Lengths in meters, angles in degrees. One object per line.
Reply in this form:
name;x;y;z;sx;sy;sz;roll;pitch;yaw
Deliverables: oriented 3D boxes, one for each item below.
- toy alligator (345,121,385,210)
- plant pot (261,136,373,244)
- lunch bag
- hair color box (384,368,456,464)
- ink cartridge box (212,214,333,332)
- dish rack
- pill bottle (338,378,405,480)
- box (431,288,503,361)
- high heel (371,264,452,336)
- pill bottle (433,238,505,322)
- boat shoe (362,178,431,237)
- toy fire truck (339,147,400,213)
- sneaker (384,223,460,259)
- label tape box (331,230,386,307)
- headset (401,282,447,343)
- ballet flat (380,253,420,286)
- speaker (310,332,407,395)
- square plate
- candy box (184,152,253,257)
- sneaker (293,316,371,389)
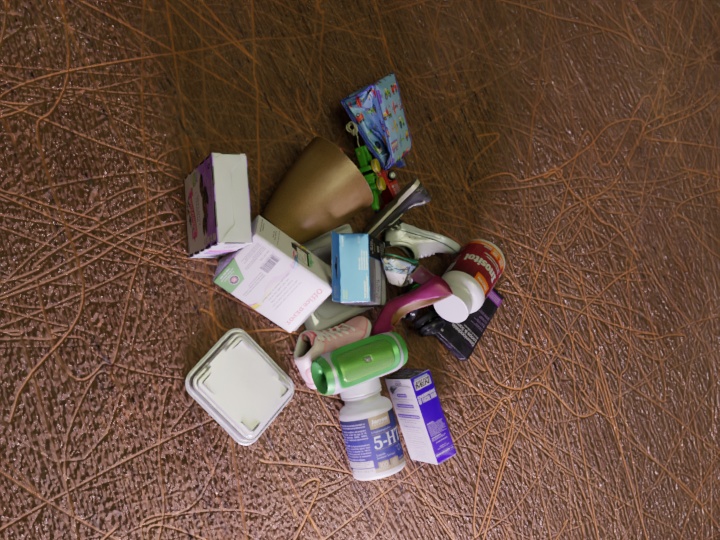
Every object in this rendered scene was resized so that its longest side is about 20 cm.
toy alligator;0.014;-0.234;1.596;0.054;0.059;0.201;-24;98;-70
plant pot;-0.105;-0.145;1.513;0.200;0.186;0.187;-45;105;-13
lunch bag;0.059;-0.331;1.641;0.201;0.094;0.151;64;29;-14
hair color box;0.134;0.326;1.610;0.065;0.109;0.201;-22;95;-30
ink cartridge box;-0.173;0.010;1.453;0.200;0.145;0.084;36;24;-21
dish rack;-0.236;0.235;1.452;0.200;0.043;0.172;48;65;-14
pill bottle;0.018;0.334;1.538;0.119;0.119;0.202;-14;90;-30
box;0.254;0.099;1.750;0.143;0.036;0.201;42;67;-18
high heel;0.109;0.090;1.566;0.200;0.096;0.067;-53;156;10
pill bottle;0.249;0.025;1.651;0.113;0.113;0.200;51;49;-14
boat shoe;0.076;-0.116;1.610;0.063;0.073;0.200;41;106;-14
toy fire truck;0.016;-0.199;1.648;0.141;0.049;0.201;-29;99;-29
sneaker;0.142;-0.059;1.696;0.199;0.073;0.071;16;85;-18
label tape box;0.000;0.000;1.505;0.200;0.063;0.145;20;67;-72
headset;0.129;0.111;1.657;0.123;0.094;0.200;40;53;8
ballet flat;0.091;0.003;1.592;0.200;0.074;0.075;9;75;-69
speaker;-0.001;0.191;1.489;0.199;0.088;0.089;-17;92;-29
square plate;-0.064;0.018;1.586;0.197;0.028;0.201;-24;96;-29
candy box;-0.278;-0.119;1.384;0.071;0.200;0.169;-2;84;-29
sneaker;-0.063;0.149;1.532;0.200;0.075;0.105;-45;122;-22
